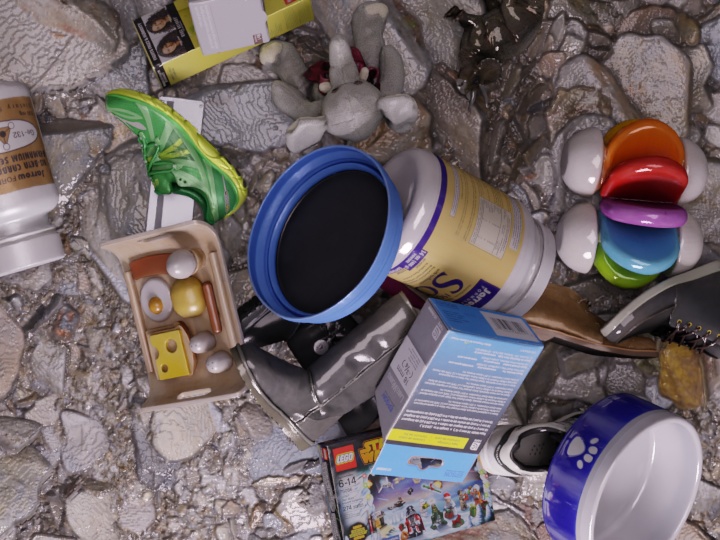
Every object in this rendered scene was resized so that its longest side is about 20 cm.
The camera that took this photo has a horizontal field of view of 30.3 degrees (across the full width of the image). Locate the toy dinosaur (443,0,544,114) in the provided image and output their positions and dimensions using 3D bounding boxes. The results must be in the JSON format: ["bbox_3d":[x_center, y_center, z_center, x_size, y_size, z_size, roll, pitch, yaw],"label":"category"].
[{"bbox_3d":[0.166,-0.289,1.582,0.200,0.077,0.103,-43,107,-9],"label":"toy dinosaur"}]

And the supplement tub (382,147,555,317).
[{"bbox_3d":[0.109,-0.036,1.513,0.198,0.145,0.147,25,88,-26],"label":"supplement tub"}]

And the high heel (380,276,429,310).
[{"bbox_3d":[0.000,0.000,1.578,0.200,0.068,0.096,42,120,-11],"label":"high heel"}]

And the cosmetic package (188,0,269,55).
[{"bbox_3d":[-0.160,-0.355,1.480,0.089,0.107,0.203,-10,65,-1],"label":"cosmetic package"}]

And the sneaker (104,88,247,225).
[{"bbox_3d":[-0.219,-0.131,1.521,0.200,0.074,0.084,42,79,-10],"label":"sneaker"}]

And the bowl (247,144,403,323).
[{"bbox_3d":[-0.038,-0.037,1.455,0.039,0.199,0.203,29,87,-46],"label":"bowl"}]

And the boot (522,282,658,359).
[{"bbox_3d":[0.267,0.061,1.593,0.197,0.074,0.077,14,79,-4],"label":"boot"}]

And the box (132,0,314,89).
[{"bbox_3d":[-0.157,-0.289,1.536,0.198,0.050,0.076,-24,68,-5],"label":"box"}]

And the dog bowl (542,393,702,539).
[{"bbox_3d":[0.304,0.248,1.540,0.198,0.078,0.203,-18,119,-36],"label":"dog bowl"}]

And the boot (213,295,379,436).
[{"bbox_3d":[-0.063,0.113,1.562,0.164,0.066,0.201,-37,105,8],"label":"boot"}]

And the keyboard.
[{"bbox_3d":[-0.220,-0.102,1.564,0.055,0.011,0.203,6,90,-12],"label":"keyboard"}]

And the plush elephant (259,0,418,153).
[{"bbox_3d":[-0.018,-0.203,1.510,0.162,0.155,0.203,-15,92,-6],"label":"plush elephant"}]

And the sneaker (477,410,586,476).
[{"bbox_3d":[0.240,0.211,1.566,0.197,0.087,0.077,-7,89,-22],"label":"sneaker"}]

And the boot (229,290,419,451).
[{"bbox_3d":[-0.025,0.093,1.479,0.199,0.073,0.182,-34,132,6],"label":"boot"}]

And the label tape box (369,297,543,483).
[{"bbox_3d":[0.096,0.138,1.497,0.143,0.063,0.202,12,118,-34],"label":"label tape box"}]

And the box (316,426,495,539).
[{"bbox_3d":[0.055,0.248,1.557,0.197,0.040,0.139,-12,92,-23],"label":"box"}]

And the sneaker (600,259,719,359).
[{"bbox_3d":[0.379,0.066,1.561,0.198,0.075,0.107,-22,76,-28],"label":"sneaker"}]

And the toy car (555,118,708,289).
[{"bbox_3d":[0.327,-0.079,1.553,0.172,0.150,0.204,4,90,-7],"label":"toy car"}]

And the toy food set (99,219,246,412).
[{"bbox_3d":[-0.214,0.053,1.506,0.142,0.060,0.203,-12,92,28],"label":"toy food set"}]

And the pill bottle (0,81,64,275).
[{"bbox_3d":[-0.401,-0.100,1.490,0.113,0.114,0.203,-16,93,-6],"label":"pill bottle"}]
